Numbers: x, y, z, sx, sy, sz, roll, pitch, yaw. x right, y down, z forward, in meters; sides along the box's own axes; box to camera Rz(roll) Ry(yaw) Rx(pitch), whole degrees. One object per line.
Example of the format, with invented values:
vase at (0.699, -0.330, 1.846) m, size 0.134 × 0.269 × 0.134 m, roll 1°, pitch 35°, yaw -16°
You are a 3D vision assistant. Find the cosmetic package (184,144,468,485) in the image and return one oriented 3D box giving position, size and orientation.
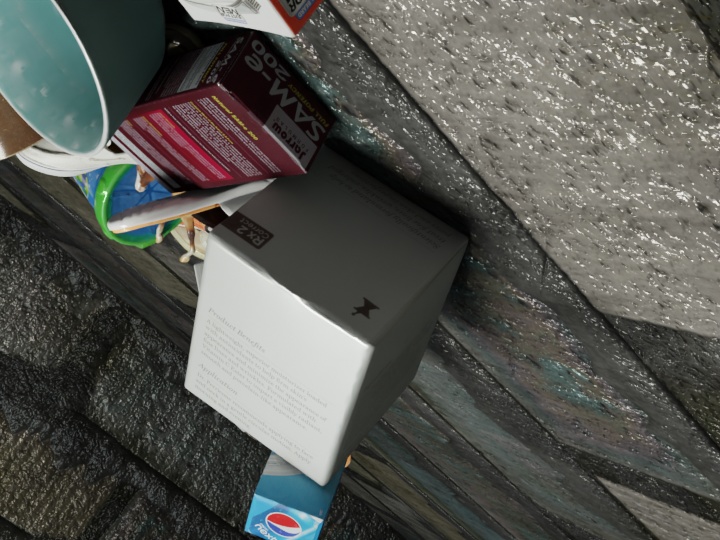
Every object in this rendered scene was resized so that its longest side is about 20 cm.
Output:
cosmetic package at (-0.034, 0.038, 0.976) m, size 0.164 × 0.165 × 0.201 m, roll 33°, pitch 137°, yaw 14°

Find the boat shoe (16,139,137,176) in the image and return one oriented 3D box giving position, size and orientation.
boat shoe at (-0.263, -0.140, 1.157) m, size 0.197 × 0.072 × 0.070 m, roll 2°, pitch 164°, yaw -1°

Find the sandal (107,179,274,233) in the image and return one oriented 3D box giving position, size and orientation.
sandal at (-0.135, -0.049, 1.037) m, size 0.079 × 0.205 × 0.060 m, roll 5°, pitch 111°, yaw 56°

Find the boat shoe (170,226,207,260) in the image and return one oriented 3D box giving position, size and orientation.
boat shoe at (-0.165, -0.040, 1.415) m, size 0.200 × 0.072 × 0.065 m, roll 41°, pitch 131°, yaw 5°

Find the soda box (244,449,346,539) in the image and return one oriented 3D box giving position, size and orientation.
soda box at (-0.041, 0.158, 1.047) m, size 0.067 × 0.201 × 0.065 m, roll 20°, pitch 134°, yaw 3°

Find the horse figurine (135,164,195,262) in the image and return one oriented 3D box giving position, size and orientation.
horse figurine at (-0.156, -0.058, 1.245) m, size 0.198 × 0.050 × 0.133 m, roll 15°, pitch 130°, yaw 2°

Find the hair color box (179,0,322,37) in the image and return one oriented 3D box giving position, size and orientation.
hair color box at (-0.106, -0.232, 0.647) m, size 0.110 × 0.064 × 0.200 m, roll 21°, pitch 157°, yaw 44°

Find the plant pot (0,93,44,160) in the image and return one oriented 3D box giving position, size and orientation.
plant pot at (-0.395, -0.241, 1.133) m, size 0.186 × 0.187 × 0.201 m, roll 23°, pitch 147°, yaw 44°

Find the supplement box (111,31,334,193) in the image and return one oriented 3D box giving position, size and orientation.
supplement box at (-0.129, -0.127, 0.945) m, size 0.199 × 0.061 × 0.109 m, roll -1°, pitch 143°, yaw 47°

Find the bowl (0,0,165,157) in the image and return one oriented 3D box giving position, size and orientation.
bowl at (-0.230, -0.203, 0.894) m, size 0.200 × 0.105 × 0.202 m, roll 35°, pitch 148°, yaw 26°

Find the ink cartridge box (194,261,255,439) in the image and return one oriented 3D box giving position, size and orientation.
ink cartridge box at (-0.126, 0.091, 1.223) m, size 0.200 × 0.050 × 0.164 m, roll 67°, pitch -170°, yaw -72°

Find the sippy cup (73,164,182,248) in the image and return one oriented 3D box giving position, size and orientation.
sippy cup at (-0.272, -0.120, 1.290) m, size 0.130 × 0.179 × 0.139 m, roll 40°, pitch -161°, yaw 32°

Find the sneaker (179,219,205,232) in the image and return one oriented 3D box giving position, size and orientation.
sneaker at (-0.183, -0.079, 1.350) m, size 0.199 × 0.073 × 0.078 m, roll 28°, pitch 142°, yaw 19°

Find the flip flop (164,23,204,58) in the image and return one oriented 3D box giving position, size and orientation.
flip flop at (-0.206, -0.200, 1.022) m, size 0.199 × 0.058 × 0.081 m, roll 0°, pitch 144°, yaw 43°

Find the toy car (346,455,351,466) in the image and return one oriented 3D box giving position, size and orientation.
toy car at (-0.048, 0.121, 1.219) m, size 0.175 × 0.202 × 0.184 m, roll 16°, pitch 178°, yaw 10°
